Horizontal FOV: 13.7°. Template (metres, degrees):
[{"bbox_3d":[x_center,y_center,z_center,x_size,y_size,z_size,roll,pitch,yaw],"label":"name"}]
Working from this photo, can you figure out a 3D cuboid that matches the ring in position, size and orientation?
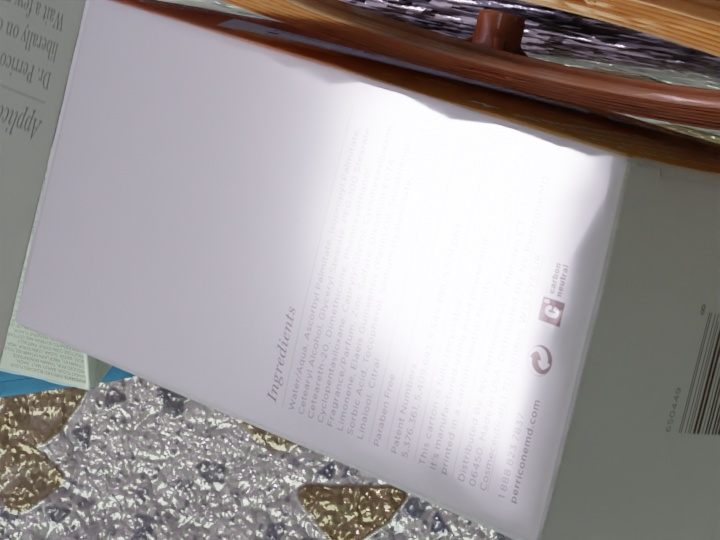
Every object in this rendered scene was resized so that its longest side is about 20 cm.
[{"bbox_3d":[0.041,-0.061,0.703,0.200,0.019,0.200,13,177,1],"label":"ring"}]

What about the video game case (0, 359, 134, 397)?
[{"bbox_3d":[-0.175,-0.010,1.231,0.143,0.018,0.200,-9,-145,-8],"label":"video game case"}]

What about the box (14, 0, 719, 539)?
[{"bbox_3d":[0.024,-0.002,0.802,0.200,0.098,0.124,20,-170,42],"label":"box"}]

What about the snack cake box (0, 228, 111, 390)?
[{"bbox_3d":[-0.181,-0.036,1.153,0.199,0.115,0.067,12,-141,19],"label":"snack cake box"}]

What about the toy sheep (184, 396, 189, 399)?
[{"bbox_3d":[0.000,0.000,1.000,0.137,0.138,0.200,14,-166,-13],"label":"toy sheep"}]

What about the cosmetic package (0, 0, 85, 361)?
[{"bbox_3d":[-0.172,-0.026,0.561,0.199,0.201,0.123,13,177,20],"label":"cosmetic package"}]
